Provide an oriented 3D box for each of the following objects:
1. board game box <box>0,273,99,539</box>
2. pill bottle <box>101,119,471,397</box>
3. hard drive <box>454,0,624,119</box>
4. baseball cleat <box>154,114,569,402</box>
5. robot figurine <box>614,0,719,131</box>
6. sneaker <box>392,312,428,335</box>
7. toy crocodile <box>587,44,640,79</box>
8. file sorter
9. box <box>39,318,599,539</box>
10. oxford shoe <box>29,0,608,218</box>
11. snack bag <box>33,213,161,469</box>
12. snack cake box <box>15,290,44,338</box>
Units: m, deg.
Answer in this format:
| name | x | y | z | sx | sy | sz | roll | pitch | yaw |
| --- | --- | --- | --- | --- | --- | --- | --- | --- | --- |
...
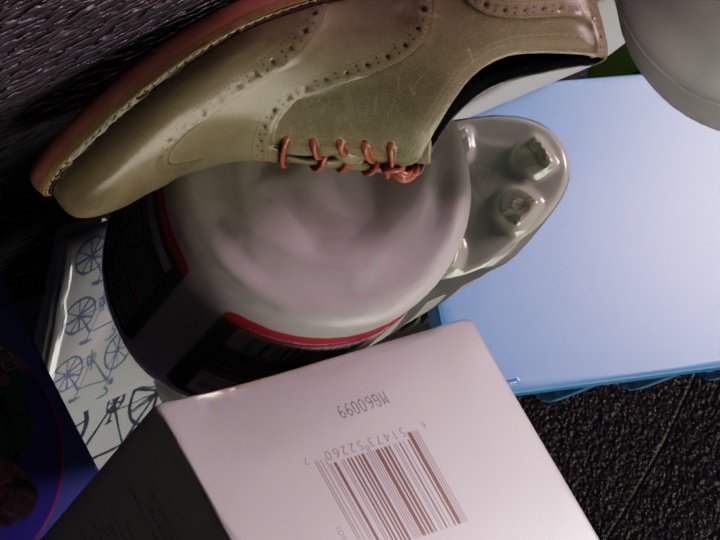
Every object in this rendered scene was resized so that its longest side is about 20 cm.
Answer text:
| name | x | y | z | sx | sy | sz | roll | pitch | yaw |
| --- | --- | --- | --- | --- | --- | --- | --- | --- | --- |
| board game box | -0.206 | 0.095 | 1.158 | 0.200 | 0.135 | 0.045 | -25 | 174 | -17 |
| pill bottle | -0.037 | -0.010 | 1.124 | 0.111 | 0.111 | 0.200 | -25 | 174 | -19 |
| hard drive | 0.048 | -0.088 | 1.252 | 0.200 | 0.026 | 0.132 | -23 | 173 | -31 |
| baseball cleat | 0.000 | 0.000 | 1.282 | 0.200 | 0.070 | 0.106 | -29 | 169 | 1 |
| robot figurine | 0.148 | -0.109 | 1.082 | 0.169 | 0.113 | 0.200 | 0 | 177 | 7 |
| sneaker | -0.014 | -0.002 | 1.520 | 0.200 | 0.076 | 0.077 | -15 | -169 | 30 |
| toy crocodile | 0.198 | -0.133 | 1.418 | 0.200 | 0.062 | 0.067 | -26 | 164 | 23 |
| file sorter | 0.097 | -0.009 | 1.402 | 0.200 | 0.139 | 0.123 | -6 | 171 | -24 |
| box | -0.036 | 0.125 | 1.101 | 0.152 | 0.106 | 0.200 | -15 | 157 | -41 |
| oxford shoe | -0.011 | -0.058 | 0.991 | 0.200 | 0.075 | 0.070 | -27 | 175 | -2 |
| snack bag | -0.082 | 0.041 | 1.316 | 0.188 | 0.021 | 0.200 | -20 | 138 | -45 |
| snack cake box | -0.168 | 0.063 | 1.382 | 0.200 | 0.067 | 0.115 | -25 | 175 | -26 |
